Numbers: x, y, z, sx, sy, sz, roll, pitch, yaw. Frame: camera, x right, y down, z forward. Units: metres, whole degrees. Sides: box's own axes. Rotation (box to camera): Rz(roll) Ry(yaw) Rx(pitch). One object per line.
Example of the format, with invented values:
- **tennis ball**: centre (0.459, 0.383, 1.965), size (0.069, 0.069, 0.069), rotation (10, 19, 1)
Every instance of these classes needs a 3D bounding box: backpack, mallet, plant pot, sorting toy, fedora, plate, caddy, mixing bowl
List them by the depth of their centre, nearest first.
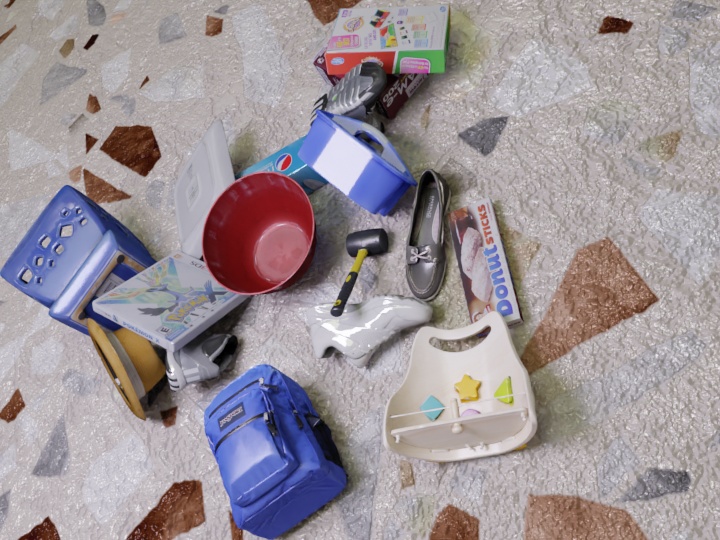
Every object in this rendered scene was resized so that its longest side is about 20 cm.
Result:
- **sorting toy**: centre (0.136, 0.144, 0.993), size (0.196, 0.107, 0.184), rotation (-14, 55, 21)
- **backpack**: centre (-0.130, 0.233, 1.054), size (0.160, 0.169, 0.202), rotation (-31, 51, 2)
- **mallet**: centre (0.000, 0.000, 1.127), size (0.064, 0.042, 0.202), rotation (-13, 31, 17)
- **caddy**: centre (-0.001, -0.175, 1.182), size (0.199, 0.141, 0.106), rotation (38, 101, 11)
- **mixing bowl**: centre (-0.148, -0.045, 1.227), size (0.195, 0.108, 0.206), rotation (-6, 71, 16)
- **fedora**: centre (-0.372, 0.147, 1.233), size (0.081, 0.204, 0.200), rotation (-29, 49, -23)
- **plant pot**: centre (-0.476, 0.005, 1.341), size (0.178, 0.200, 0.202), rotation (32, 82, 31)
- **plate**: centre (-0.289, -0.138, 1.354), size (0.200, 0.032, 0.203), rotation (-48, 46, 37)

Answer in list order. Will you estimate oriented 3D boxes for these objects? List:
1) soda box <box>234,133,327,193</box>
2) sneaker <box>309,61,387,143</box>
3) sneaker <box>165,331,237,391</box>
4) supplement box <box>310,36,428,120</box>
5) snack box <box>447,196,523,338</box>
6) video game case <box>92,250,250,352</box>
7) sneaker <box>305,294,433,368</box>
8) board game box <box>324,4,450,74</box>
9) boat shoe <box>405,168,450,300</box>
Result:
- **soda box**: centre (-0.146, -0.154, 1.317), size (0.197, 0.068, 0.065), rotation (-26, 56, 14)
- **sneaker**: centre (0.010, -0.269, 1.254), size (0.198, 0.114, 0.077), rotation (-16, 56, 54)
- **sneaker**: centre (-0.261, 0.113, 1.246), size (0.112, 0.076, 0.202), rotation (-10, 39, -8)
- **supplement box**: centre (0.013, -0.359, 1.339), size (0.199, 0.061, 0.109), rotation (37, 84, 36)
- **snack box**: centre (0.178, -0.007, 1.091), size (0.070, 0.024, 0.204), rotation (-20, 58, 19)
- **video game case**: centre (-0.303, 0.044, 1.240), size (0.179, 0.022, 0.200), rotation (21, 37, 24)
- **sneaker**: centre (0.016, 0.091, 1.111), size (0.195, 0.078, 0.102), rotation (-9, 80, 22)
- **board game box**: centre (0.049, -0.387, 1.264), size (0.194, 0.041, 0.155), rotation (2, 46, 11)
- **boat shoe**: centre (0.096, -0.058, 1.141), size (0.065, 0.057, 0.205), rotation (-3, 64, 27)
